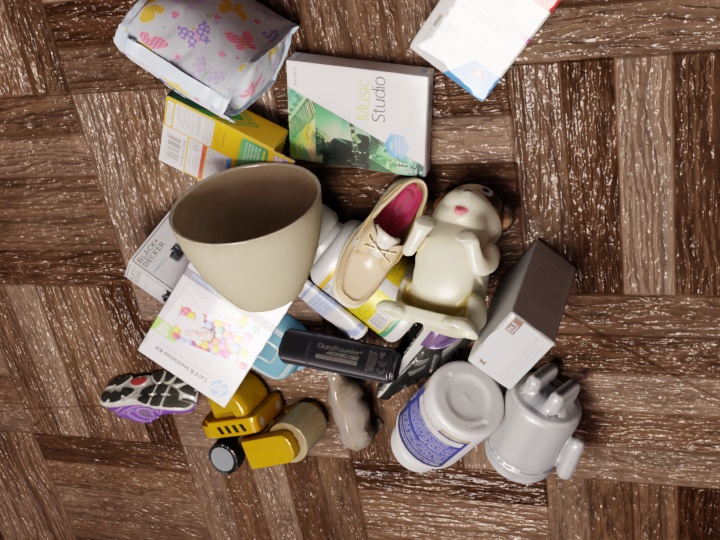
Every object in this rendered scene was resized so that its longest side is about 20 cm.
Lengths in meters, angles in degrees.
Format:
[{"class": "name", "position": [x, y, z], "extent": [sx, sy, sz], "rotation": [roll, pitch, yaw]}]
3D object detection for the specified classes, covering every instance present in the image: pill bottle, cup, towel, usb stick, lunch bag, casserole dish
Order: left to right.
[{"class": "lunch bag", "position": [-0.200, -0.281, 1.234], "extent": [0.169, 0.200, 0.128], "rotation": [31, 125, 0]}, {"class": "casserole dish", "position": [-0.171, 0.103, 1.555], "extent": [0.199, 0.039, 0.121], "rotation": [34, 125, 0]}, {"class": "cup", "position": [-0.137, -0.031, 1.277], "extent": [0.198, 0.201, 0.144], "rotation": [2, 125, 19]}, {"class": "towel", "position": [-0.075, 0.037, 1.430], "extent": [0.199, 0.147, 0.024], "rotation": [38, 82, -2]}, {"class": "usb stick", "position": [-0.034, 0.127, 1.450], "extent": [0.198, 0.056, 0.033], "rotation": [9, 163, 26]}, {"class": "pill bottle", "position": [0.000, 0.000, 1.381], "extent": [0.199, 0.113, 0.113], "rotation": [37, 125, -5]}, {"class": "pill bottle", "position": [0.121, 0.228, 1.451], "extent": [0.119, 0.120, 0.200], "rotation": [33, 144, -1]}]

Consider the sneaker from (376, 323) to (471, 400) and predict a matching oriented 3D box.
[{"class": "sneaker", "position": [0.097, 0.140, 1.456], "extent": [0.087, 0.076, 0.200], "rotation": [30, 126, -6]}]

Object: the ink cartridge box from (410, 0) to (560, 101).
[{"class": "ink cartridge box", "position": [0.162, -0.319, 1.154], "extent": [0.116, 0.067, 0.200], "rotation": [36, 125, -4]}]

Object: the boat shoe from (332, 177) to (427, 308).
[{"class": "boat shoe", "position": [0.028, -0.043, 1.298], "extent": [0.073, 0.201, 0.069], "rotation": [30, 168, -8]}]

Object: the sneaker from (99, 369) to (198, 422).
[{"class": "sneaker", "position": [-0.358, 0.226, 1.691], "extent": [0.198, 0.081, 0.084], "rotation": [-3, 135, 30]}]

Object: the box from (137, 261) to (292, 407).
[{"class": "box", "position": [-0.207, 0.074, 1.402], "extent": [0.155, 0.041, 0.201], "rotation": [34, 107, -2]}]

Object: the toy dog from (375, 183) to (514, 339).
[{"class": "toy dog", "position": [0.135, -0.016, 1.281], "extent": [0.139, 0.194, 0.202], "rotation": [12, 83, 34]}]

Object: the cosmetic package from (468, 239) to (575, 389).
[{"class": "cosmetic package", "position": [0.216, 0.055, 1.278], "extent": [0.074, 0.200, 0.102], "rotation": [35, 126, -3]}]

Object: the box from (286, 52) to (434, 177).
[{"class": "box", "position": [-0.002, -0.209, 1.302], "extent": [0.198, 0.036, 0.145], "rotation": [10, 123, 17]}]

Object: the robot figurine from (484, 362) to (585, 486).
[{"class": "robot figurine", "position": [0.252, 0.232, 1.425], "extent": [0.169, 0.112, 0.201], "rotation": [41, 131, 28]}]

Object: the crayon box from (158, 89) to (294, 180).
[{"class": "crayon box", "position": [-0.182, -0.170, 1.370], "extent": [0.199, 0.052, 0.126], "rotation": [27, 139, 4]}]

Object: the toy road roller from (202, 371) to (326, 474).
[{"class": "toy road roller", "position": [-0.169, 0.237, 1.587], "extent": [0.199, 0.123, 0.147], "rotation": [-12, 104, 27]}]

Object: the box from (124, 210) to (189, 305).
[{"class": "box", "position": [-0.243, 0.014, 1.473], "extent": [0.199, 0.117, 0.060], "rotation": [37, 151, -2]}]

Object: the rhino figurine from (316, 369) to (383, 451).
[{"class": "rhino figurine", "position": [-0.021, 0.194, 1.521], "extent": [0.059, 0.088, 0.201], "rotation": [-8, 115, 23]}]
